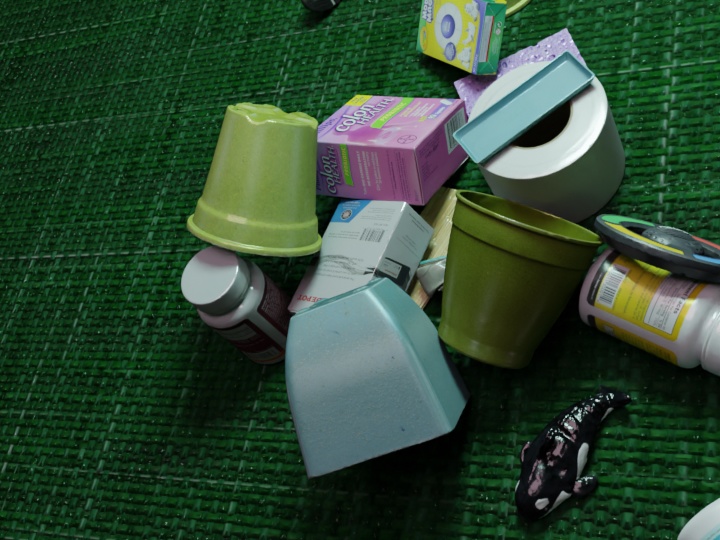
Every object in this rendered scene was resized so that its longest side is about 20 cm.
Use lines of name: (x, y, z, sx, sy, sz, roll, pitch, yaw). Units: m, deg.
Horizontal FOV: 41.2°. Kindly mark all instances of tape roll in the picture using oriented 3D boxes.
tape roll: (0.268, -0.180, 1.380, 0.202, 0.139, 0.203, -12, 58, 21)

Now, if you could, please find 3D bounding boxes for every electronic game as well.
electronic game: (0.392, -0.032, 1.206, 0.200, 0.200, 0.042, 26, 108, 36)

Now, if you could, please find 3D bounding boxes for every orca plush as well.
orca plush: (0.257, 0.219, 1.193, 0.200, 0.071, 0.105, -40, 52, 1)

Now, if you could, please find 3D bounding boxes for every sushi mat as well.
sushi mat: (0.107, -0.036, 1.456, 0.096, 0.012, 0.200, 26, 77, 35)

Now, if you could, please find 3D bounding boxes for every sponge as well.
sponge: (0.256, -0.297, 1.523, 0.199, 0.030, 0.112, -24, 53, 13)

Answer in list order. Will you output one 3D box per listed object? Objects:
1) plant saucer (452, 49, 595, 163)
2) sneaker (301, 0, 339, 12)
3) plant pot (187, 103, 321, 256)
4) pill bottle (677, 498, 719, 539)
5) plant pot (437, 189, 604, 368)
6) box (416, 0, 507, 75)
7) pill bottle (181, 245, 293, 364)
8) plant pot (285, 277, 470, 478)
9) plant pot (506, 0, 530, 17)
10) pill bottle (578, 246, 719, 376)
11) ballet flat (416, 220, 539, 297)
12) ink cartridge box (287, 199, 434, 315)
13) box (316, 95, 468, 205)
plant saucer: (0.226, -0.224, 1.328, 0.200, 0.019, 0.070, -36, 52, 3)
sneaker: (-0.071, -0.571, 1.833, 0.115, 0.076, 0.200, 21, 63, 40)
plant pot: (-0.140, -0.140, 1.393, 0.200, 0.200, 0.185, 22, 110, 35)
pill bottle: (0.435, 0.340, 1.006, 0.111, 0.111, 0.200, -35, 52, 4)
plant pot: (0.191, 0.018, 1.261, 0.200, 0.200, 0.194, 27, 106, 36)
box: (0.154, -0.400, 1.567, 0.048, 0.118, 0.200, -7, 27, -28)
pill bottle: (-0.174, 0.052, 1.431, 0.114, 0.200, 0.115, -12, 57, 20)
plant pot: (0.008, 0.123, 1.250, 0.196, 0.196, 0.201, -21, 91, 15)
plant pot: (0.194, -0.550, 1.606, 0.200, 0.184, 0.201, -12, 58, 20)
pill bottle: (0.386, 0.052, 1.198, 0.200, 0.114, 0.114, 27, 76, 35)
ballet flat: (0.180, -0.012, 1.383, 0.199, 0.067, 0.064, -21, 83, 12)
ink cartridge box: (0.000, 0.000, 1.428, 0.144, 0.084, 0.200, 7, 65, 47)
box: (0.043, -0.191, 1.481, 0.199, 0.097, 0.176, 8, 36, 31)
